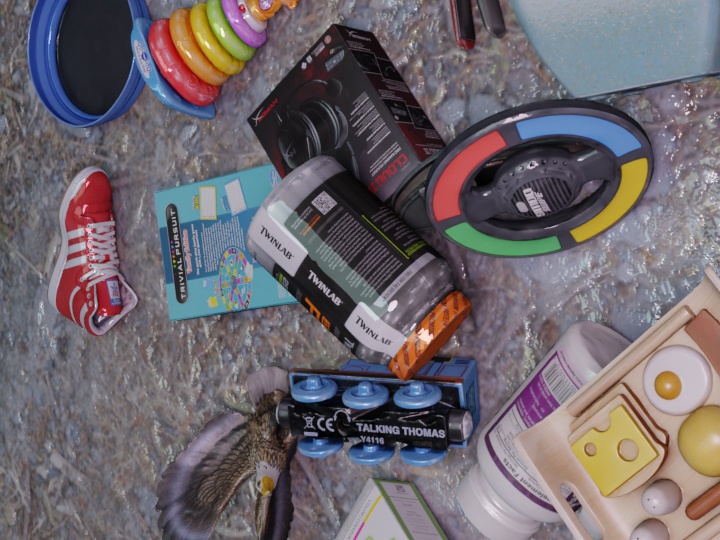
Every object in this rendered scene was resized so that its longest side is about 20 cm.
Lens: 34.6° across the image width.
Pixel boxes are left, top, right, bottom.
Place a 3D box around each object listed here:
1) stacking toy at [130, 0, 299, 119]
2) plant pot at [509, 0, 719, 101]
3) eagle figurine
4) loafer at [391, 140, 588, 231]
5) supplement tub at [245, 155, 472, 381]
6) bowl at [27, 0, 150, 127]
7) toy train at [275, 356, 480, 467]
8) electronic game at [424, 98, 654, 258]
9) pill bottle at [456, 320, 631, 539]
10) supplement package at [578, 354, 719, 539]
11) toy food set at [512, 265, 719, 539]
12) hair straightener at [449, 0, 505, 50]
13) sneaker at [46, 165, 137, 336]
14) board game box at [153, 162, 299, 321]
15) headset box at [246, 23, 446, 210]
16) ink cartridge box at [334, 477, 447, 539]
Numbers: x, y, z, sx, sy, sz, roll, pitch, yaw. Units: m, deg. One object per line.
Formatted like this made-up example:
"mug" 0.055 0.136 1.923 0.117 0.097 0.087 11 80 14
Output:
"stacking toy" -0.142 -0.262 1.259 0.199 0.109 0.117 -28 74 22
"plant pot" 0.229 -0.246 0.929 0.195 0.195 0.203 -6 96 36
"eagle figurine" -0.109 0.211 1.217 0.151 0.151 0.201 40 107 16
"loafer" 0.117 -0.084 1.058 0.199 0.072 0.063 -28 43 19
"supplement tub" 0.000 0.000 1.067 0.200 0.122 0.123 43 116 12
"bowl" -0.332 -0.277 1.422 0.199 0.039 0.203 3 94 36
"toy train" 0.020 0.132 1.121 0.198 0.114 0.088 1 109 21
"electronic game" 0.153 -0.074 0.992 0.199 0.199 0.042 -33 48 32
"pill bottle" 0.174 0.152 1.033 0.112 0.112 0.201 48 118 24
"supplement package" 0.292 0.151 0.893 0.150 0.199 0.153 26 107 32
"toy food set" 0.211 0.116 0.789 0.200 0.060 0.144 -46 66 27
"hair straightener" 0.116 -0.318 1.101 0.076 0.041 0.203 -10 82 36
"sneaker" -0.318 -0.018 1.406 0.112 0.071 0.202 33 118 34
"board game box" -0.138 -0.030 1.289 0.198 0.047 0.153 -9 88 36
"headset box" -0.006 -0.121 1.171 0.149 0.077 0.201 -41 68 30
"ink cartridge box" 0.047 0.307 1.121 0.105 0.059 0.200 -63 36 21
